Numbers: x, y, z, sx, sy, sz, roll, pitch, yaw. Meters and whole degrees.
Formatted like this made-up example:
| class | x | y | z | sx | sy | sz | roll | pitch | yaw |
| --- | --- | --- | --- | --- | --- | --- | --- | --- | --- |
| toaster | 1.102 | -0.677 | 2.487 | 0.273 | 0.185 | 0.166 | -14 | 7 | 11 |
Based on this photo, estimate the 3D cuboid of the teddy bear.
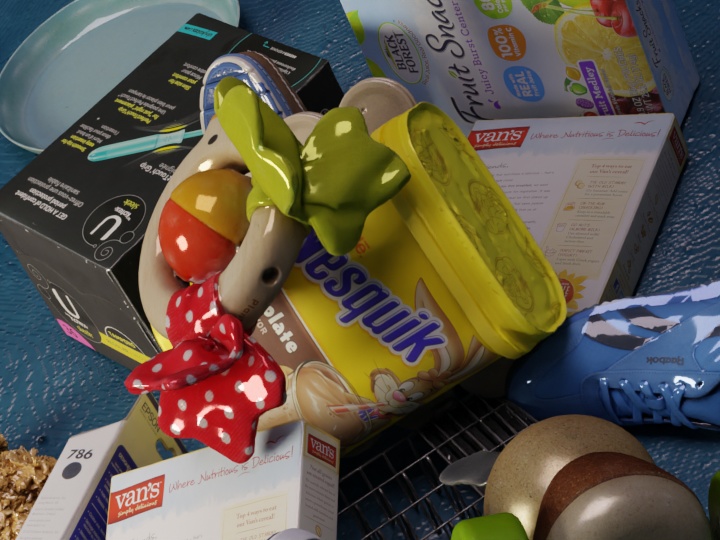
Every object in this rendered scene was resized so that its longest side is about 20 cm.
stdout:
| class | x | y | z | sx | sy | sz | roll | pitch | yaw |
| --- | --- | --- | --- | --- | --- | --- | --- | --- | --- |
| teddy bear | -0.242 | 0.146 | 1.672 | 0.199 | 0.067 | 0.145 | 5 | 46 | 34 |

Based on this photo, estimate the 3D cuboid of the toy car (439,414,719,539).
| class | x | y | z | sx | sy | sz | roll | pitch | yaw |
| --- | --- | --- | --- | --- | --- | --- | --- | --- | --- |
| toy car | 0.112 | 0.139 | 1.391 | 0.163 | 0.159 | 0.200 | -9 | 25 | -11 |

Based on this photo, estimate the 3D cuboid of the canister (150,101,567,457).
| class | x | y | z | sx | sy | sz | roll | pitch | yaw |
| --- | --- | --- | --- | --- | --- | --- | --- | --- | --- |
| canister | -0.005 | 0.020 | 1.547 | 0.199 | 0.149 | 0.087 | -33 | 2 | 24 |

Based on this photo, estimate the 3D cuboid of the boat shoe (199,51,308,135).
| class | x | y | z | sx | sy | sz | roll | pitch | yaw |
| --- | --- | --- | --- | --- | --- | --- | --- | --- | --- |
| boat shoe | -0.033 | -0.052 | 1.671 | 0.072 | 0.201 | 0.072 | -5 | 28 | 39 |

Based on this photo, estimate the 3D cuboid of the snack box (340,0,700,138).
| class | x | y | z | sx | sy | sz | roll | pitch | yaw |
| --- | --- | --- | --- | --- | --- | --- | --- | --- | --- |
| snack box | 0.095 | -0.162 | 1.736 | 0.199 | 0.169 | 0.068 | -1 | 41 | 32 |

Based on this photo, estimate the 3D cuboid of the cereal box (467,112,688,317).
| class | x | y | z | sx | sy | sz | roll | pitch | yaw |
| --- | --- | --- | --- | --- | --- | --- | --- | --- | --- |
| cereal box | 0.105 | -0.015 | 1.667 | 0.143 | 0.040 | 0.201 | 0 | 45 | 31 |

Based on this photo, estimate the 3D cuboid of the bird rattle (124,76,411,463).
| class | x | y | z | sx | sy | sz | roll | pitch | yaw |
| --- | --- | --- | --- | --- | --- | --- | --- | --- | --- |
| bird rattle | -0.066 | -0.007 | 1.480 | 0.163 | 0.112 | 0.201 | 39 | 110 | 58 |

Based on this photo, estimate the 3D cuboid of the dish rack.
| class | x | y | z | sx | sy | sz | roll | pitch | yaw |
| --- | --- | --- | --- | --- | --- | --- | --- | --- | --- |
| dish rack | 0.031 | 0.156 | 1.508 | 0.199 | 0.055 | 0.153 | -34 | 39 | -11 |

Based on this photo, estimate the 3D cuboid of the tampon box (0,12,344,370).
| class | x | y | z | sx | sy | sz | roll | pitch | yaw |
| --- | --- | --- | --- | --- | --- | --- | --- | --- | --- |
| tampon box | -0.107 | -0.043 | 1.757 | 0.200 | 0.127 | 0.150 | -44 | 40 | -19 |

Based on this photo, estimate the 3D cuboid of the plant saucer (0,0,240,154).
| class | x | y | z | sx | sy | sz | roll | pitch | yaw |
| --- | --- | --- | --- | --- | --- | --- | --- | --- | --- |
| plant saucer | -0.175 | -0.147 | 2.000 | 0.199 | 0.028 | 0.201 | -17 | 38 | 14 |

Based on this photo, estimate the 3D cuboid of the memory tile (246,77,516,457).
| class | x | y | z | sx | sy | sz | roll | pitch | yaw |
| --- | --- | --- | --- | --- | --- | --- | --- | --- | --- |
| memory tile | 0.000 | 0.000 | 1.598 | 0.153 | 0.201 | 0.017 | -25 | 1 | 22 |

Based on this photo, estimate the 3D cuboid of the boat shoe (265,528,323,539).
| class | x | y | z | sx | sy | sz | roll | pitch | yaw |
| --- | --- | --- | --- | --- | --- | --- | --- | --- | --- |
| boat shoe | -0.079 | 0.216 | 1.359 | 0.062 | 0.072 | 0.201 | 22 | 84 | 40 |

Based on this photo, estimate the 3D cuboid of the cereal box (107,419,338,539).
| class | x | y | z | sx | sy | sz | roll | pitch | yaw |
| --- | --- | --- | --- | --- | --- | --- | --- | --- | --- |
| cereal box | -0.079 | 0.191 | 1.463 | 0.143 | 0.039 | 0.201 | -18 | 55 | 35 |

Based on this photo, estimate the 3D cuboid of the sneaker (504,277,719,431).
| class | x | y | z | sx | sy | sz | roll | pitch | yaw |
| --- | --- | --- | --- | --- | --- | --- | --- | --- | --- |
| sneaker | 0.174 | 0.058 | 1.522 | 0.199 | 0.066 | 0.079 | -16 | 43 | 15 |

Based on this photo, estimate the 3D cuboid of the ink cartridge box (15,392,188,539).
| class | x | y | z | sx | sy | sz | roll | pitch | yaw |
| --- | --- | --- | --- | --- | --- | --- | --- | --- | --- |
| ink cartridge box | -0.155 | 0.171 | 1.564 | 0.039 | 0.100 | 0.201 | -1 | 44 | 32 |
